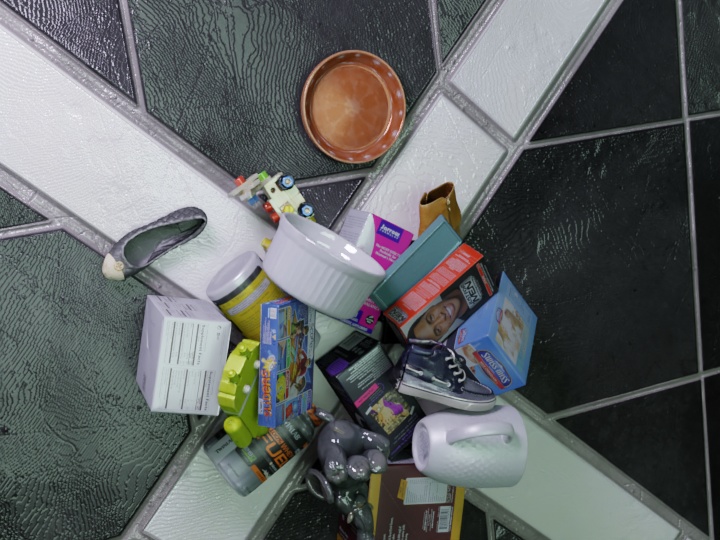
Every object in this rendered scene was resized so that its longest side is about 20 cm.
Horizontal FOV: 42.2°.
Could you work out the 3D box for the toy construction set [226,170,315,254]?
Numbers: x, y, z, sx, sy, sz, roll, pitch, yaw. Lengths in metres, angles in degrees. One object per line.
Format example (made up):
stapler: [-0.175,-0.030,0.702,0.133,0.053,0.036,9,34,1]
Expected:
toy construction set: [-0.152,-0.096,1.637,0.131,0.092,0.201,-37,120,-12]

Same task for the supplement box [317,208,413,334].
supplement box: [0.000,0.000,1.699,0.101,0.103,0.201,24,87,-23]

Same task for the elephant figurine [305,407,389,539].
elephant figurine: [-0.029,0.370,1.637,0.141,0.156,0.201,9,130,-4]

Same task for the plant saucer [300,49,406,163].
plant saucer: [-0.014,-0.295,1.689,0.199,0.032,0.202,-3,99,-21]

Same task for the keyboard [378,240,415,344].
keyboard: [0.064,0.039,1.773,0.104,0.040,0.201,4,95,-45]

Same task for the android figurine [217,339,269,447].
android figurine: [-0.178,0.193,1.535,0.200,0.041,0.183,74,33,-53]

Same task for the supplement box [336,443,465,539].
supplement box: [0.077,0.443,1.774,0.199,0.133,0.199,3,97,-22]

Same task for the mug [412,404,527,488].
mug: [0.196,0.304,1.649,0.174,0.200,0.149,3,65,-17]

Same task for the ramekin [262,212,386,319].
ramekin: [-0.066,-0.004,1.548,0.200,0.201,0.098,26,101,-22]

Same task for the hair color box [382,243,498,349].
hair color box: [0.146,0.056,1.674,0.200,0.061,0.102,-40,132,-10]

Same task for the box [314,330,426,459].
box: [0.024,0.228,1.728,0.106,0.122,0.201,-36,109,-14]

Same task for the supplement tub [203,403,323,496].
supplement tub: [-0.169,0.295,1.663,0.200,0.122,0.123,-40,109,-12]

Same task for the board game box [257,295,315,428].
board game box: [-0.120,0.146,1.545,0.135,0.034,0.201,-13,107,-65]

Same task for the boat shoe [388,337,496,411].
boat shoe: [0.156,0.180,1.629,0.199,0.075,0.093,13,109,-14]

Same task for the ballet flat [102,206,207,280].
ballet flat: [-0.349,-0.050,1.578,0.200,0.057,0.067,-35,107,-13]

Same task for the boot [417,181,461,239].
boot: [0.120,-0.061,1.714,0.201,0.071,0.145,-49,140,-32]

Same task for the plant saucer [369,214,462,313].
plant saucer: [0.100,-0.007,1.671,0.200,0.019,0.070,-45,113,-8]

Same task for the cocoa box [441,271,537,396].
cocoa box: [0.234,0.124,1.738,0.134,0.131,0.200,51,34,-21]

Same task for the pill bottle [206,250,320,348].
pill bottle: [-0.166,0.074,1.637,0.114,0.114,0.200,-43,110,-10]

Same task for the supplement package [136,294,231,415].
supplement package: [-0.297,0.137,1.547,0.110,0.200,0.157,7,96,-21]
